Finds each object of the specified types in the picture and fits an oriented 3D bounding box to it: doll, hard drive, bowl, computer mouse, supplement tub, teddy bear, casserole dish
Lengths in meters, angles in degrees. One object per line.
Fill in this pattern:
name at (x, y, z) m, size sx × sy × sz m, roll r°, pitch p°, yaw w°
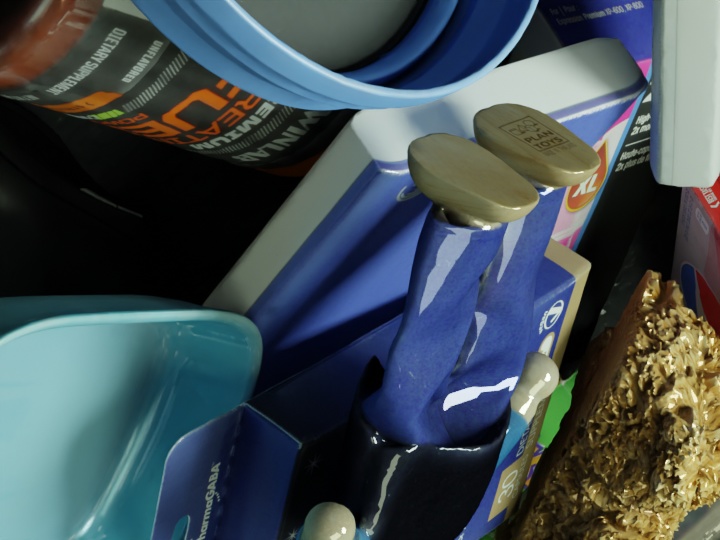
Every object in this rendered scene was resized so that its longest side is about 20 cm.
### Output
doll at (0.023, 0.048, 0.828) m, size 0.136 × 0.048 × 0.201 m, roll -27°, pitch 141°, yaw -52°
hard drive at (0.000, 0.000, 0.901) m, size 0.132 × 0.025 × 0.200 m, roll -20°, pitch 160°, yaw -42°
bowl at (-0.019, -0.143, 0.768) m, size 0.039 × 0.202 × 0.200 m, roll -16°, pitch 150°, yaw 40°
computer mouse at (-0.079, -0.010, 0.927) m, size 0.140 × 0.046 × 0.200 m, roll -38°, pitch 135°, yaw 4°
supplement tub at (-0.045, -0.090, 0.832) m, size 0.199 × 0.107 × 0.107 m, roll 14°, pitch 118°, yaw -44°
teddy bear at (0.098, 0.091, 1.011) m, size 0.066 × 0.145 × 0.201 m, roll 24°, pitch 118°, yaw -4°
casserole dish at (-0.100, 0.059, 0.794) m, size 0.200 × 0.039 × 0.122 m, roll 0°, pitch 117°, yaw -63°
hard drive at (0.108, -0.132, 0.833) m, size 0.026 × 0.133 × 0.200 m, roll 2°, pitch 154°, yaw 7°

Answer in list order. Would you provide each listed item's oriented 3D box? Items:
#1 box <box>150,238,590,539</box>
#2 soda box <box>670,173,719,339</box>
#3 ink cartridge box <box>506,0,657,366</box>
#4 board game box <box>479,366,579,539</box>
box at (0.001, 0.074, 0.911) m, size 0.200 × 0.032 × 0.122 m, roll -28°, pitch 142°, yaw -43°
soda box at (0.164, 0.022, 1.033) m, size 0.063 × 0.070 × 0.200 m, roll -24°, pitch 155°, yaw -9°
ink cartridge box at (0.080, -0.043, 0.981) m, size 0.094 × 0.037 × 0.201 m, roll -17°, pitch 135°, yaw -47°
board game box at (0.037, 0.115, 1.111) m, size 0.200 × 0.030 × 0.096 m, roll -36°, pitch 136°, yaw 5°
